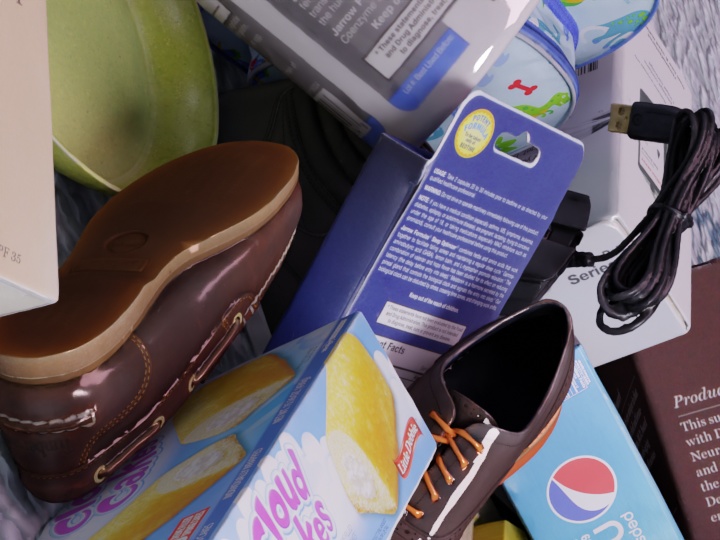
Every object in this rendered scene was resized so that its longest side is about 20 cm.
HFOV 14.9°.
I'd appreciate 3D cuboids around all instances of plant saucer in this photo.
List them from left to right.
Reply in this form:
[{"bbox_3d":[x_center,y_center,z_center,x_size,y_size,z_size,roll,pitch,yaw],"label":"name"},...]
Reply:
[{"bbox_3d":[-0.128,-0.116,1.155,0.200,0.031,0.201,47,30,-39],"label":"plant saucer"}]

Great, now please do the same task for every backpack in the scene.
[{"bbox_3d":[0.038,-0.137,1.316,0.183,0.199,0.147,36,37,-51],"label":"backpack"}]

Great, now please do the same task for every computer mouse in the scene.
[{"bbox_3d":[0.077,-0.035,1.278,0.046,0.200,0.141,54,55,-31],"label":"computer mouse"}]

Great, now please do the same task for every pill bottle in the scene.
[{"bbox_3d":[-0.026,-0.150,1.161,0.200,0.114,0.114,40,28,-5],"label":"pill bottle"}]

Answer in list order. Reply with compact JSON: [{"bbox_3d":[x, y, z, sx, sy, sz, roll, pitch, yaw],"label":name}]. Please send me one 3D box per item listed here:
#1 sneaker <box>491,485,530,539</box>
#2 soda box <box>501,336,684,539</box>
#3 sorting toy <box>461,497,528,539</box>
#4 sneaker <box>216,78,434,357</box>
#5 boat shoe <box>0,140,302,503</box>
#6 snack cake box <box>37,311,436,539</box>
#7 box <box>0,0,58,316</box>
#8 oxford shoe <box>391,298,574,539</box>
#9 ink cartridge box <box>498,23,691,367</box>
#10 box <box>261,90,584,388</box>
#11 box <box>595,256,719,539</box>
[{"bbox_3d":[0.131,0.138,1.419,0.200,0.073,0.112,53,28,-26],"label":"sneaker"},{"bbox_3d":[0.111,0.118,1.304,0.200,0.064,0.068,62,-1,-21],"label":"soda box"},{"bbox_3d":[0.074,0.197,1.269,0.200,0.036,0.185,57,24,-33],"label":"sorting toy"},{"bbox_3d":[0.000,0.000,1.234,0.201,0.099,0.071,67,21,-2],"label":"sneaker"},{"bbox_3d":[-0.081,0.016,1.071,0.200,0.070,0.071,-44,132,-49],"label":"boat shoe"},{"bbox_3d":[-0.056,0.101,1.002,0.067,0.115,0.200,61,23,-13],"label":"snack cake box"},{"bbox_3d":[-0.163,-0.085,0.953,0.095,0.077,0.201,26,55,-59],"label":"box"},{"bbox_3d":[0.020,0.082,1.117,0.071,0.073,0.200,35,56,8],"label":"oxford shoe"},{"bbox_3d":[0.087,-0.034,1.395,0.084,0.146,0.200,53,27,-30],"label":"ink cartridge box"},{"bbox_3d":[0.016,0.018,1.165,0.032,0.200,0.121,33,7,30],"label":"box"},{"bbox_3d":[0.235,0.102,1.493,0.164,0.165,0.201,87,-12,-71],"label":"box"}]
